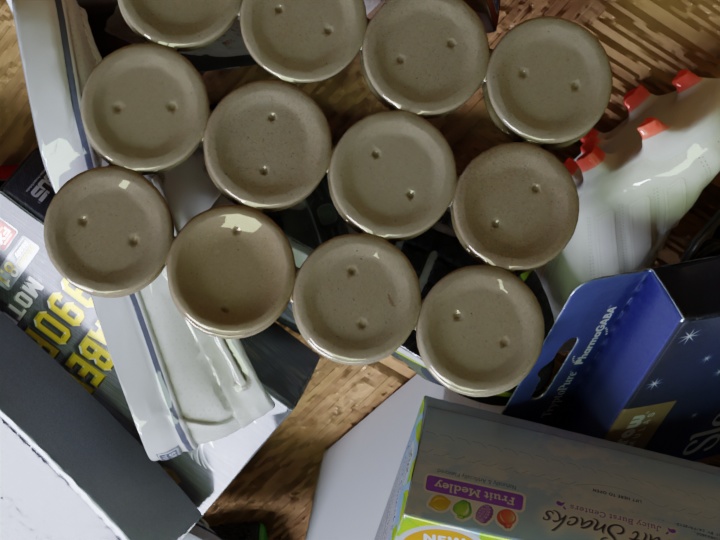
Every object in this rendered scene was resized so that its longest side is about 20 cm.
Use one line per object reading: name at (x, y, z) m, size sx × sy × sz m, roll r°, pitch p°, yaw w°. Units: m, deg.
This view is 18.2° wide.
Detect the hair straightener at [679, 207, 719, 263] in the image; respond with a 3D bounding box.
hair straightener at (0.145, 0.025, 0.969) m, size 0.041 × 0.077 × 0.200 m, roll 38°, pitch 137°, yaw 10°

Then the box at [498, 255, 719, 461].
box at (0.154, 0.035, 0.933) m, size 0.199 × 0.032 × 0.121 m, roll -10°, pitch 145°, yaw -29°

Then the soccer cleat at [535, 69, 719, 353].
soccer cleat at (0.103, -0.015, 0.943) m, size 0.078 × 0.069 × 0.200 m, roll 46°, pitch 138°, yaw -6°

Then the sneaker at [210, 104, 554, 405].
sneaker at (0.000, 0.000, 0.962) m, size 0.200 × 0.074 × 0.081 m, roll 32°, pitch 158°, yaw 24°

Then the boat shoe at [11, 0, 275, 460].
boat shoe at (-0.084, -0.026, 0.913) m, size 0.069 × 0.071 × 0.201 m, roll -18°, pitch 95°, yaw -3°

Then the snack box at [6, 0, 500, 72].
snack box at (-0.047, -0.118, 0.909) m, size 0.199 × 0.024 × 0.072 m, roll -6°, pitch 132°, yaw 19°

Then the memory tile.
memory tile at (-0.012, -0.042, 0.870) m, size 0.199 × 0.154 × 0.017 m, roll 15°, pitch 174°, yaw -2°

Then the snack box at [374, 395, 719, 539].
snack box at (0.081, 0.153, 0.953) m, size 0.168 × 0.068 × 0.200 m, roll 13°, pitch 137°, yaw -2°

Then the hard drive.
hard drive at (-0.182, 0.081, 0.986) m, size 0.200 × 0.042 × 0.135 m, roll 44°, pitch 121°, yaw -9°

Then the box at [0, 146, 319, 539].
box at (-0.138, 0.066, 1.019) m, size 0.158 × 0.048 × 0.200 m, roll 38°, pitch 122°, yaw -5°

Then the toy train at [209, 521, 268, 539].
toy train at (-0.139, 0.167, 1.191) m, size 0.199 × 0.042 × 0.057 m, roll -7°, pitch 125°, yaw 6°

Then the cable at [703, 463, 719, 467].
cable at (0.209, 0.164, 1.042) m, size 0.051 × 0.163 × 0.200 m, roll -42°, pitch 155°, yaw 7°

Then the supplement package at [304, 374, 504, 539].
supplement package at (0.081, 0.152, 1.087) m, size 0.200 × 0.117 × 0.117 m, roll 31°, pitch 134°, yaw -19°

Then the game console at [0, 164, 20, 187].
game console at (-0.180, 0.032, 1.057) m, size 0.199 × 0.031 × 0.178 m, roll -1°, pitch 118°, yaw 15°

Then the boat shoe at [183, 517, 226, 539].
boat shoe at (-0.099, 0.148, 1.121) m, size 0.199 × 0.066 × 0.072 m, roll 25°, pitch 104°, yaw 20°
